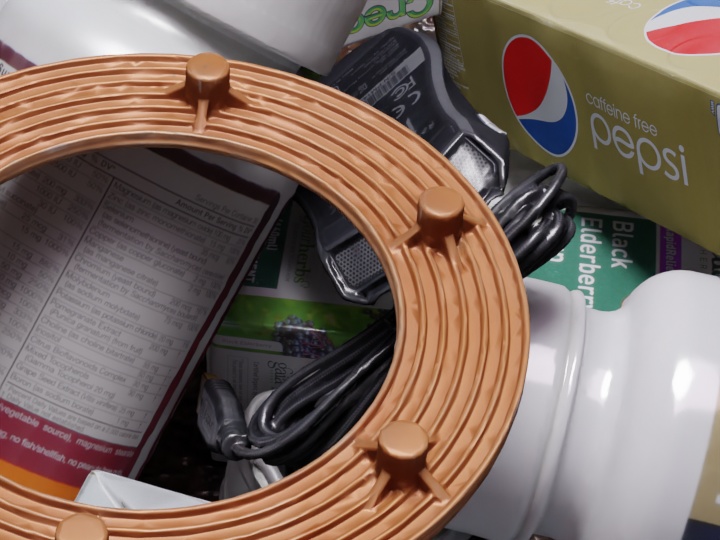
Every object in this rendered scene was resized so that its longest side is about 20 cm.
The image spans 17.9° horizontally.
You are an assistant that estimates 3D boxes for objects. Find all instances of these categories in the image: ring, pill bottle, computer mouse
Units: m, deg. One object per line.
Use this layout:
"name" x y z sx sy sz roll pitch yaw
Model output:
"ring" -0.055 0.008 0.595 0.200 0.019 0.201 2 46 -2
"pill bottle" -0.084 -0.022 0.726 0.109 0.200 0.110 28 6 -3
"pill bottle" 0.128 0.063 0.714 0.199 0.111 0.111 13 46 -2
"computer mouse" 0.000 0.000 0.748 0.140 0.046 0.200 -44 26 4

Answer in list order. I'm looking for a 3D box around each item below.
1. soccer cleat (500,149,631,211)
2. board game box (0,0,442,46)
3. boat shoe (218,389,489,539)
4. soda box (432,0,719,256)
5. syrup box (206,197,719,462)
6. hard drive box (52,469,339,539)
"soccer cleat" 0.052 -0.030 0.892 0.200 0.078 0.069 5 36 29
"board game box" -0.086 -0.110 0.828 0.200 0.035 0.126 -20 49 -15
"boat shoe" 0.028 0.112 0.747 0.200 0.065 0.074 33 51 25
"soda box" 0.104 -0.065 0.782 0.068 0.064 0.200 -24 31 -22
"syrup box" 0.049 0.026 0.822 0.199 0.082 0.079 6 46 3
"hard drive box" -0.061 0.178 0.582 0.077 0.200 0.156 15 45 11
